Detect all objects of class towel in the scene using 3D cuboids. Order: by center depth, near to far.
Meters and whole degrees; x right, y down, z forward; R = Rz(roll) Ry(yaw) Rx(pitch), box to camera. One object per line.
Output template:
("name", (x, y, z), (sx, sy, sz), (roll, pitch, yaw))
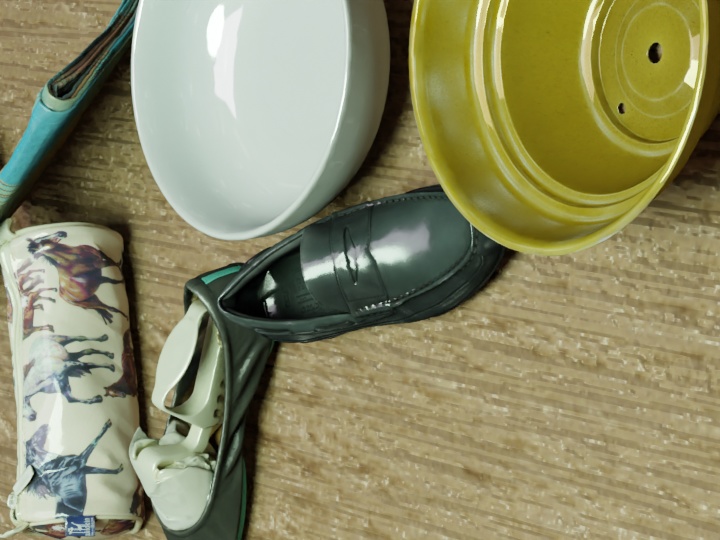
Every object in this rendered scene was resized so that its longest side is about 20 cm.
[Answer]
("towel", (-0.203, -0.074, 1.595), (0.022, 0.147, 0.200), (36, 128, -4))

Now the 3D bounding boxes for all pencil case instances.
("pencil case", (-0.183, 0.068, 1.594), (0.078, 0.089, 0.201), (-13, 79, 48))

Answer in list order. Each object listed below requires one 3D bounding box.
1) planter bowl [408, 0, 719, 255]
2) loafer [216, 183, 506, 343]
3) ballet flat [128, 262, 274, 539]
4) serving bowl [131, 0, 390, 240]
("planter bowl", (0.119, -0.107, 1.243), (0.200, 0.083, 0.201), (-1, 89, 49))
("loafer", (0.000, 0.000, 1.393), (0.200, 0.070, 0.068), (-22, 74, 47))
("ballet flat", (-0.099, 0.090, 1.511), (0.068, 0.068, 0.201), (24, 108, 47))
("serving bowl", (-0.047, -0.116, 1.452), (0.200, 0.066, 0.201), (-1, 89, 49))
